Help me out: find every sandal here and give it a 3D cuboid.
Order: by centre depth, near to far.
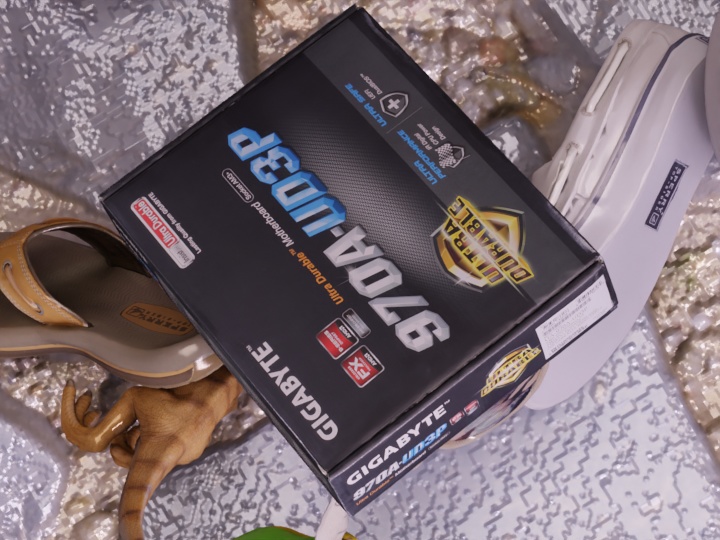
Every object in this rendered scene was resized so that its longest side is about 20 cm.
[{"bbox_3d":[-0.142,0.007,1.405,0.199,0.054,0.080,13,45,36],"label":"sandal"}]

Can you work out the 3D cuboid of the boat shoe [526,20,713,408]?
[{"bbox_3d":[0.113,-0.031,1.422,0.066,0.072,0.201,27,94,36],"label":"boat shoe"}]

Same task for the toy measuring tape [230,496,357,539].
[{"bbox_3d":[-0.039,0.127,1.380,0.073,0.074,0.201,16,116,6],"label":"toy measuring tape"}]

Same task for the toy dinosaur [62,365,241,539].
[{"bbox_3d":[-0.094,0.078,1.377,0.061,0.106,0.200,59,44,-24],"label":"toy dinosaur"}]

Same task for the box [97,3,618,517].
[{"bbox_3d":[-0.003,-0.009,1.323,0.159,0.046,0.200,-37,58,-7],"label":"box"}]

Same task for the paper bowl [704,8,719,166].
[{"bbox_3d":[0.243,-0.088,1.381,0.104,0.200,0.202,-3,76,47],"label":"paper bowl"}]

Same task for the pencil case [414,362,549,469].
[{"bbox_3d":[0.000,0.000,1.392,0.089,0.078,0.200,-36,57,-11],"label":"pencil case"}]
